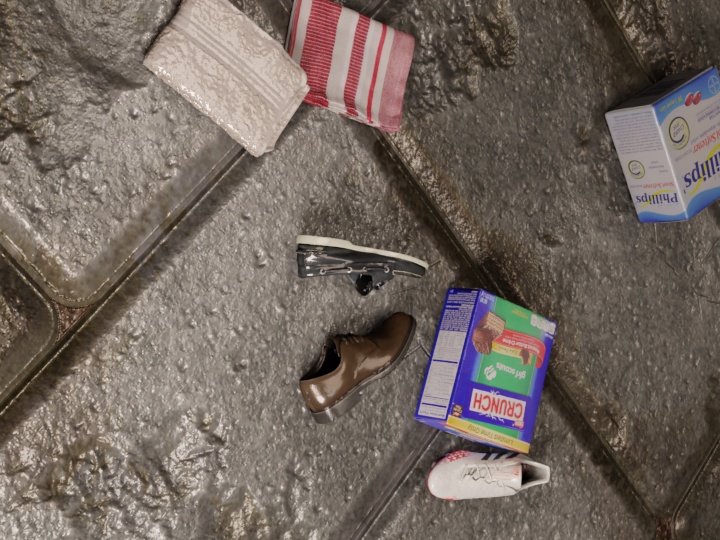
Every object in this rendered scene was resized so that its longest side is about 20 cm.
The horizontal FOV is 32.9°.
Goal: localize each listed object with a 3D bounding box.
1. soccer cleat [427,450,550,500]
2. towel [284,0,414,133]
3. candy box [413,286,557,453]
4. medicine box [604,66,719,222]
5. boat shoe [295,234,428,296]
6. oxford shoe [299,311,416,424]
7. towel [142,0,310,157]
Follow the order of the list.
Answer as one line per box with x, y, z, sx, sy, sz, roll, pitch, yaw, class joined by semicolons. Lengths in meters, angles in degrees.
0.185;0.294;1.749;0.200;0.085;0.069;3;88;-37;soccer cleat
-0.014;-0.280;1.644;0.200;0.023;0.144;15;80;-36;towel
0.183;0.144;1.755;0.169;0.077;0.200;23;77;-35;candy box
0.519;-0.205;1.995;0.182;0.103;0.200;-32;107;-33;medicine box
0.001;0.000;1.621;0.199;0.074;0.066;12;85;-36;boat shoe
-0.002;0.109;1.619;0.200;0.073;0.084;-42;111;-30;oxford shoe
-0.161;-0.247;1.513;0.200;0.034;0.133;38;71;-25;towel
